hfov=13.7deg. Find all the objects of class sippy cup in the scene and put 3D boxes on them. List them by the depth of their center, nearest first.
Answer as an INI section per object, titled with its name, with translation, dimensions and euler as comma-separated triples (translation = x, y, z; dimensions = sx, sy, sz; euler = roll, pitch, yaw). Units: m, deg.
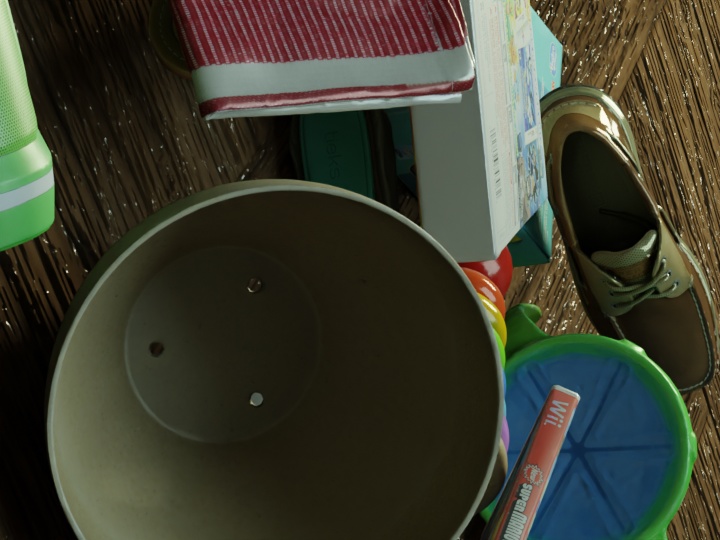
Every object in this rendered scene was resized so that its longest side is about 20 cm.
[sippy cup]
translation = 0.139, 0.111, 1.778
dimensions = 0.130, 0.139, 0.179
euler = 27, 67, -73

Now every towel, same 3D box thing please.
[towel]
translation = -0.032, -0.167, 1.370
dimensions = 0.143, 0.023, 0.201
euler = -6, 72, -28

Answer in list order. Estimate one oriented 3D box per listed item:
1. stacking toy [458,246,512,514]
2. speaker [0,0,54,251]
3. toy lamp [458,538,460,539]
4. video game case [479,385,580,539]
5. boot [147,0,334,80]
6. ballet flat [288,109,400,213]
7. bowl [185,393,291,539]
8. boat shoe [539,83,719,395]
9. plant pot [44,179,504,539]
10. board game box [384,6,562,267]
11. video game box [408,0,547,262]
[stacking toy]
translation = 0.052, 0.046, 1.662
dimensions = 0.200, 0.085, 0.086
euler = -74, 146, -51
[speaker]
translation = -0.181, -0.105, 1.182
dimensions = 0.088, 0.088, 0.201
euler = -38, 116, -63
[toy lamp]
translation = 0.026, 0.120, 1.541
dimensions = 0.200, 0.058, 0.058
euler = 87, 11, -52
[video game case]
translation = 0.058, 0.172, 1.522
dimensions = 0.143, 0.017, 0.200
euler = 111, 3, -47
[boot]
translation = -0.046, -0.123, 1.450
dimensions = 0.200, 0.155, 0.074
euler = -37, 87, -33
[ballet flat]
translation = 0.000, 0.000, 1.574
dimensions = 0.064, 0.067, 0.201
euler = 31, 54, -72
[bowl]
translation = -0.028, 0.174, 1.445
dimensions = 0.200, 0.074, 0.201
euler = -66, 142, -49
[boat shoe]
translation = 0.154, -0.011, 1.770
dimensions = 0.201, 0.075, 0.074
euler = 61, 9, -16
[plant pot]
translation = -0.050, 0.049, 1.335
dimensions = 0.134, 0.199, 0.201
euler = -140, -147, -72
[board game box]
translation = 0.058, -0.111, 1.758
dimensions = 0.200, 0.047, 0.152
euler = 45, 44, -53
[video game box]
translation = 0.060, -0.119, 1.601
dimensions = 0.182, 0.047, 0.201
euler = -37, 122, -72
